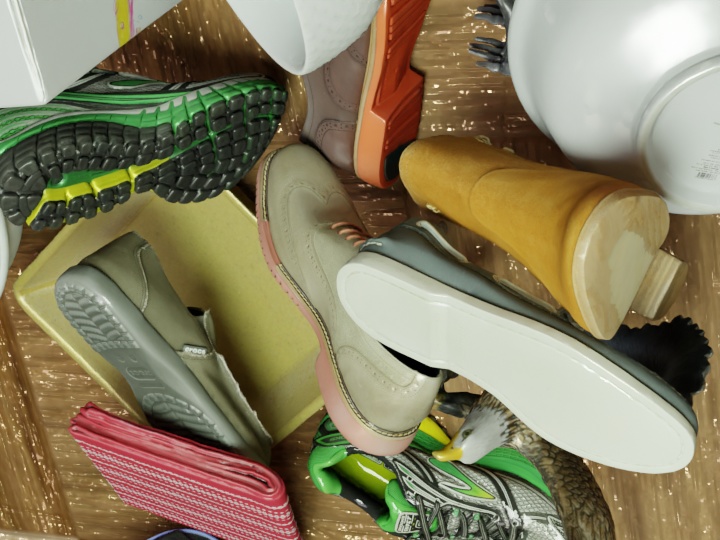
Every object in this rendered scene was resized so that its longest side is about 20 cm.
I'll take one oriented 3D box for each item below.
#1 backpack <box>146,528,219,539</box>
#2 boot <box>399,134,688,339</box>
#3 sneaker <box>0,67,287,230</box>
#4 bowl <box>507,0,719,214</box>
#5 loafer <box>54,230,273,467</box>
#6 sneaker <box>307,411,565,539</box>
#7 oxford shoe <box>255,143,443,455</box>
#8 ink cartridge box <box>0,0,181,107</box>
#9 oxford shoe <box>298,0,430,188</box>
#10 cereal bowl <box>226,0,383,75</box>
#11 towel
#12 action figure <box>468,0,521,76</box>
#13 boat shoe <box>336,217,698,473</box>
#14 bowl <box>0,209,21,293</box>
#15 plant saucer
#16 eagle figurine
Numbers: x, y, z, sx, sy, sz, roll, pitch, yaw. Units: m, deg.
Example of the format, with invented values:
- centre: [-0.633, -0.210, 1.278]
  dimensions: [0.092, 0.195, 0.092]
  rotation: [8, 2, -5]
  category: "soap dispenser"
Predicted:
- centre: [-0.125, 0.303, 1.198]
  dimensions: [0.200, 0.183, 0.147]
  rotation: [47, 148, 5]
  category: "backpack"
- centre: [0.078, -0.027, 0.822]
  dimensions: [0.144, 0.201, 0.071]
  rotation: [28, 93, 20]
  category: "boot"
- centre: [-0.128, -0.089, 0.960]
  dimensions: [0.085, 0.199, 0.078]
  rotation: [52, 136, 30]
  category: "sneaker"
- centre: [0.175, -0.093, 0.820]
  dimensions: [0.200, 0.091, 0.202]
  rotation: [-1, 134, -2]
  category: "bowl"
- centre: [-0.108, 0.055, 1.049]
  dimensions: [0.075, 0.070, 0.200]
  rotation: [4, 139, 41]
  category: "loafer"
- centre: [0.056, 0.153, 1.079]
  dimensions: [0.199, 0.085, 0.078]
  rotation: [22, 126, 12]
  category: "sneaker"
- centre: [0.000, 0.000, 0.935]
  dimensions: [0.074, 0.071, 0.201]
  rotation: [-52, 53, 42]
  category: "oxford shoe"
- centre: [-0.199, -0.192, 0.924]
  dimensions: [0.146, 0.200, 0.147]
  rotation: [0, 119, 26]
  category: "ink cartridge box"
- centre: [-0.003, -0.141, 0.944]
  dimensions: [0.072, 0.071, 0.201]
  rotation: [21, 126, 20]
  category: "oxford shoe"
- centre: [-0.044, -0.204, 0.843]
  dimensions: [0.083, 0.200, 0.201]
  rotation: [-31, 107, -9]
  category: "cereal bowl"
- centre: [-0.107, 0.144, 1.107]
  dimensions: [0.144, 0.023, 0.200]
  rotation: [18, 161, 10]
  category: "towel"
- centre: [0.068, -0.203, 0.845]
  dimensions: [0.101, 0.119, 0.201]
  rotation: [4, 126, 15]
  category: "action figure"
- centre: [0.085, 0.031, 0.835]
  dimensions: [0.199, 0.062, 0.073]
  rotation: [27, 140, 22]
  category: "boat shoe"
- centre: [-0.298, -0.059, 1.111]
  dimensions: [0.200, 0.090, 0.202]
  rotation: [12, 123, 20]
  category: "bowl"
- centre: [-0.103, 0.022, 1.101]
  dimensions: [0.200, 0.048, 0.200]
  rotation: [45, 127, -5]
  category: "plant saucer"
- centre: [0.105, 0.087, 0.931]
  dimensions: [0.200, 0.151, 0.152]
  rotation: [26, 156, 37]
  category: "eagle figurine"
